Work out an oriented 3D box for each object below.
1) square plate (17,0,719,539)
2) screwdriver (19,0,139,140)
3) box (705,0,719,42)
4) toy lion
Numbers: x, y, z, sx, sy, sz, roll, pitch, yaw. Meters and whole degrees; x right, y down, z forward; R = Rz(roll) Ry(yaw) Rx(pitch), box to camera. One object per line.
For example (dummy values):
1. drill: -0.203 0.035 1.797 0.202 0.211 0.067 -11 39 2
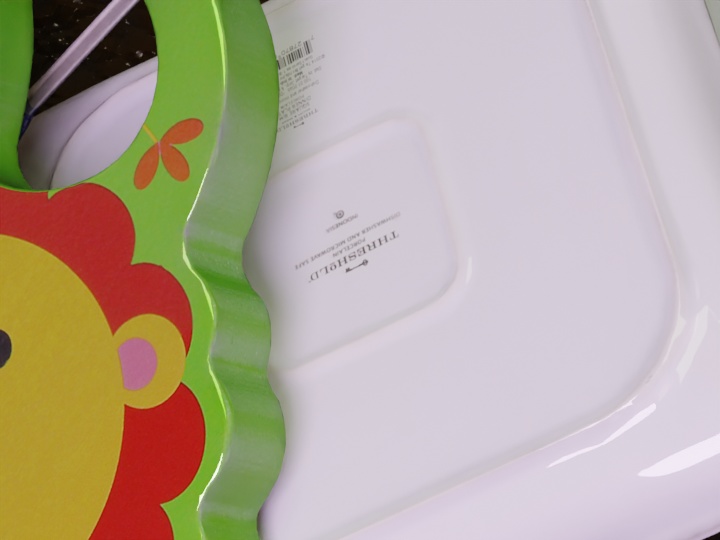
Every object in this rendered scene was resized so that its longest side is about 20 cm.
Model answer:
1. square plate: 0.000 0.000 0.713 0.199 0.028 0.199 -26 54 15
2. screwdriver: -0.076 -0.055 0.746 0.029 0.200 0.028 42 20 5
3. box: 0.084 -0.053 0.807 0.116 0.060 0.201 5 48 -5
4. toy lion: -0.087 0.005 0.695 0.192 0.069 0.200 39 99 28
